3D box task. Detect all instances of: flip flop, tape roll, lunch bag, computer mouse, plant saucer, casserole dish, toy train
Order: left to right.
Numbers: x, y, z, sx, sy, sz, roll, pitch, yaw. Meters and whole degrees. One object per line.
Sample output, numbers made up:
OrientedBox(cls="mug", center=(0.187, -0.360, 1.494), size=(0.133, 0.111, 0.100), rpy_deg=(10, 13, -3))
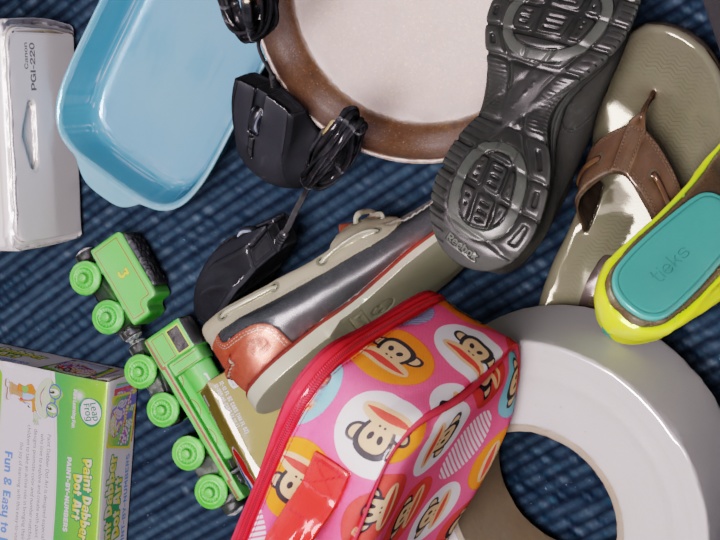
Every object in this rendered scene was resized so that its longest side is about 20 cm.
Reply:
OrientedBox(cls="toy train", center=(-0.120, 0.064, 0.936), size=(0.056, 0.042, 0.201), rpy_deg=(-33, 84, 11))
OrientedBox(cls="casserole dish", center=(-0.114, -0.133, 0.907), size=(0.121, 0.039, 0.201), rpy_deg=(34, 107, 15))
OrientedBox(cls="computer mouse", center=(-0.059, -0.104, 0.819), size=(0.058, 0.201, 0.034), rpy_deg=(38, 71, 24))
OrientedBox(cls="computer mouse", center=(-0.052, -0.033, 0.850), size=(0.034, 0.059, 0.200), rpy_deg=(46, 132, 8))
OrientedBox(cls="lunch bag", center=(-0.005, 0.121, 0.732), size=(0.082, 0.176, 0.201), rpy_deg=(32, 119, 18))
OrientedBox(cls="plant saucer", center=(0.036, -0.164, 0.829), size=(0.198, 0.034, 0.203), rpy_deg=(3, 104, 11))
OrientedBox(cls="tape roll", center=(0.109, 0.125, 0.813), size=(0.200, 0.071, 0.205), rpy_deg=(10, 111, 28))
OrientedBox(cls="flip flop", center=(0.148, -0.037, 0.804), size=(0.080, 0.057, 0.202), rpy_deg=(25, 106, 18))

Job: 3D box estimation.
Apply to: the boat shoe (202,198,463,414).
OrientedBox(cls="boat shoe", center=(0.000, 0.000, 0.839), size=(0.199, 0.071, 0.063), rpy_deg=(-38, 66, -4))

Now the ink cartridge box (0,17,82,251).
OrientedBox(cls="ink cartridge box", center=(-0.290, -0.090, 0.959), size=(0.198, 0.085, 0.148), rpy_deg=(2, 98, 23))

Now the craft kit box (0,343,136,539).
OrientedBox(cls="craft kit box", center=(-0.254, 0.152, 0.998), size=(0.195, 0.048, 0.203), rpy_deg=(10, 101, 23))

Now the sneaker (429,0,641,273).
OrientedBox(cls="sneaker", center=(0.098, -0.091, 0.783), size=(0.075, 0.091, 0.202), rpy_deg=(25, 87, 18))

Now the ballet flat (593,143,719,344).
OrientedBox(cls="ballet flat", center=(0.201, -0.028, 0.771), size=(0.199, 0.067, 0.067), rpy_deg=(-38, 70, -14))

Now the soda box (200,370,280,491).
OrientedBox(cls="soda box", center=(-0.025, 0.146, 0.881), size=(0.064, 0.068, 0.201), rpy_deg=(-27, 86, -13))

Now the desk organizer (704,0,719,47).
OrientedBox(cls="desk organizer", center=(0.238, -0.088, 0.709), size=(0.076, 0.072, 0.202), rpy_deg=(-12, 74, -8))
